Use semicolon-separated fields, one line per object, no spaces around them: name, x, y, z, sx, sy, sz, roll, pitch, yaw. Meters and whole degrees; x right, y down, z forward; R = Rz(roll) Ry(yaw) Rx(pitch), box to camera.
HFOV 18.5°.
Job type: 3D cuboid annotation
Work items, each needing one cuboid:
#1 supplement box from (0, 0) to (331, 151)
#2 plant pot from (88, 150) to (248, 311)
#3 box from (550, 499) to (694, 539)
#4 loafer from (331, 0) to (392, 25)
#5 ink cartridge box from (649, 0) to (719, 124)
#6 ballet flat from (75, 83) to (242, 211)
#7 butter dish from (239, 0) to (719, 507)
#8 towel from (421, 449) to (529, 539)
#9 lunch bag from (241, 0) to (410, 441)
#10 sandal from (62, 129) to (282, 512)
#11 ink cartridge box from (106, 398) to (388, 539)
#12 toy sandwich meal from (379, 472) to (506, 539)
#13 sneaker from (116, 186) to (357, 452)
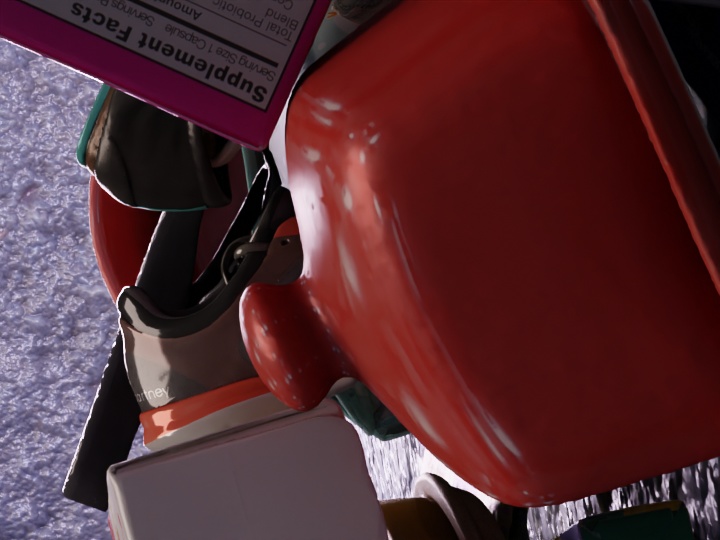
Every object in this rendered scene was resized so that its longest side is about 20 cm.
supplement box;-0.040;-0.150;0.723;0.200;0.103;0.101;-64;9;4
plant pot;-0.038;-0.031;1.201;0.177;0.200;0.201;36;-135;-88
box;0.099;0.164;0.885;0.200;0.048;0.117;104;155;-75
loafer;0.009;-0.192;0.838;0.072;0.063;0.200;15;94;60
ink cartridge box;0.073;-0.167;0.715;0.198;0.047;0.200;-113;18;-60
ballet flat;-0.041;-0.114;0.813;0.068;0.068;0.200;-28;-42;-75
butter dish;0.032;-0.005;0.693;0.200;0.148;0.199;64;176;-15
towel;0.060;0.048;1.006;0.200;0.023;0.144;180;99;-82
lunch bag;0.011;-0.048;0.958;0.200;0.122;0.170;99;166;-45
sandal;-0.067;0.003;0.890;0.076;0.043;0.200;-98;28;-80
ink cartridge box;-0.034;0.134;0.796;0.200;0.083;0.145;121;132;-77
toy sandwich meal;0.031;0.176;0.920;0.205;0.070;0.205;166;90;-81
sneaker;0.000;0.000;0.828;0.077;0.200;0.082;173;75;-86
